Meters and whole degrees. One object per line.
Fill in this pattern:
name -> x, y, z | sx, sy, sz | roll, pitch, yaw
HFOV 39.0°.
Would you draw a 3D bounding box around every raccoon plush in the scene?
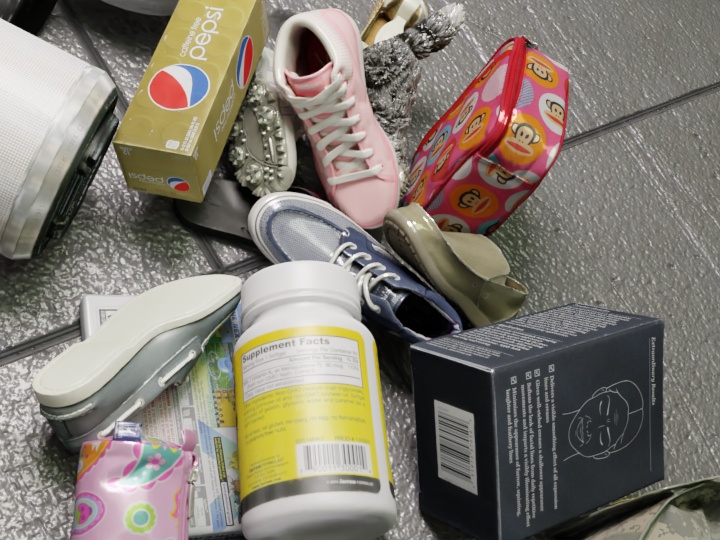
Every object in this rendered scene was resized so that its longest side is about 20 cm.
raccoon plush -> 0.048, -0.156, 0.974 | 0.200, 0.097, 0.134 | -33, 93, -1

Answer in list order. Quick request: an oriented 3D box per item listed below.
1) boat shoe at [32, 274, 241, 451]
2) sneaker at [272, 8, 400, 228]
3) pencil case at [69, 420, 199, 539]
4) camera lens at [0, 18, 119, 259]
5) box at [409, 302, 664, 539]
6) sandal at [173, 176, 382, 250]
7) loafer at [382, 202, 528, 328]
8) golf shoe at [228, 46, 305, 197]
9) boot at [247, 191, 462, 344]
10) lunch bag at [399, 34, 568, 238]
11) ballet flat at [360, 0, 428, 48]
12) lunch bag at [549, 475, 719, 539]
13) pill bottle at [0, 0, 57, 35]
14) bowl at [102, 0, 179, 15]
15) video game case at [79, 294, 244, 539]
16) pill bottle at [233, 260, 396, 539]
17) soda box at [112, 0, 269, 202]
boat shoe -> -0.161, 0.064, 0.779 | 0.200, 0.073, 0.062 | -39, 127, -46
sneaker -> -0.025, -0.129, 0.880 | 0.105, 0.075, 0.200 | -28, 105, -70
pencil case -> -0.151, 0.206, 0.677 | 0.087, 0.087, 0.200 | 9, 69, -24
camera lens -> -0.295, -0.112, 0.761 | 0.200, 0.160, 0.160 | 26, 53, -13
box -> 0.153, 0.122, 0.861 | 0.200, 0.107, 0.149 | -11, 103, -33
sandal -> -0.068, -0.047, 0.920 | 0.200, 0.045, 0.075 | 13, 55, -22
loafer -> 0.089, -0.008, 0.912 | 0.076, 0.068, 0.200 | 44, 0, 42
golf shoe -> -0.074, -0.142, 0.943 | 0.097, 0.078, 0.200 | 16, 43, -36
boot -> 0.000, 0.000, 0.871 | 0.200, 0.090, 0.073 | 31, 90, -24
lunch bag -> 0.117, -0.120, 0.968 | 0.082, 0.200, 0.176 | 28, 49, -13
ballet flat -> 0.038, -0.256, 1.092 | 0.070, 0.065, 0.200 | 32, 52, -10
lunch bag -> 0.222, 0.251, 0.823 | 0.118, 0.164, 0.200 | 45, 51, 0
pill bottle -> -0.358, -0.278, 0.857 | 0.200, 0.112, 0.112 | 32, 51, -8
bowl -> -0.204, -0.298, 0.947 | 0.201, 0.090, 0.201 | 16, 28, -8
video game case -> -0.123, 0.112, 0.810 | 0.182, 0.022, 0.200 | 2, 61, -28
pill bottle -> -0.039, 0.101, 0.775 | 0.114, 0.114, 0.200 | 8, 58, -25
soda box -> -0.137, -0.158, 0.857 | 0.068, 0.064, 0.200 | 11, 58, 8
